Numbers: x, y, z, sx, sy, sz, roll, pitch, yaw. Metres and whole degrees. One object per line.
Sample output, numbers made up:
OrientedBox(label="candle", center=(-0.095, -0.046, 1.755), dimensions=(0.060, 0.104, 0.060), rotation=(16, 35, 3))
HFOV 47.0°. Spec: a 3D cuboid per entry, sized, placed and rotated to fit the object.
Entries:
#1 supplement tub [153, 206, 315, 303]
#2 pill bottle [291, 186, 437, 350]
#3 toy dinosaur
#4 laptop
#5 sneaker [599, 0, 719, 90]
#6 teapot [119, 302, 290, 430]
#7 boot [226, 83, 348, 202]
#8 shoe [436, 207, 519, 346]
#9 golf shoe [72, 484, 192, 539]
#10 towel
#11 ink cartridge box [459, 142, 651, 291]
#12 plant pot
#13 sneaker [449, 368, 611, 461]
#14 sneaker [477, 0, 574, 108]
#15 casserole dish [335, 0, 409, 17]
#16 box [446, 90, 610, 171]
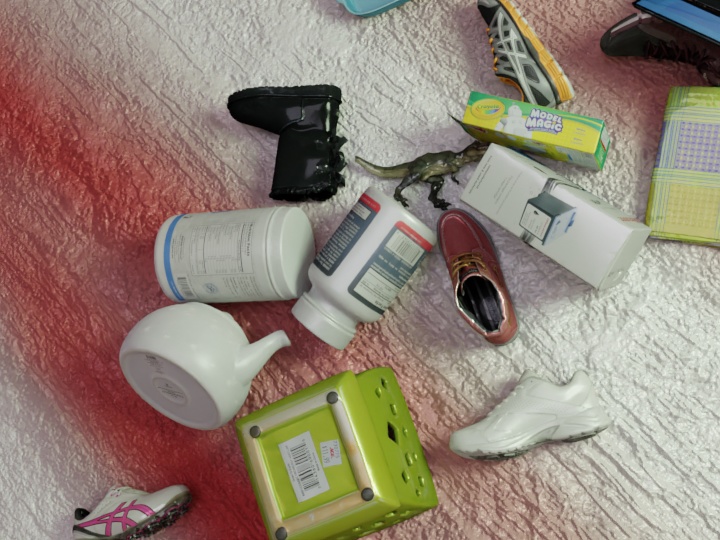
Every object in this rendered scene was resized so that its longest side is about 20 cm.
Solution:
OrientedBox(label="supplement tub", center=(-0.177, -0.020, 1.173), dimensions=(0.198, 0.132, 0.133), rotation=(-3, 78, 18))
OrientedBox(label="pill bottle", center=(0.000, 0.000, 1.114), dimensions=(0.119, 0.120, 0.201), rotation=(39, 93, 22))
OrientedBox(label="toy dinosaur", center=(0.085, -0.129, 1.150), dimensions=(0.198, 0.047, 0.089), rotation=(-5, 63, 19))
OrientedBox(label="laptop", center=(0.445, -0.338, 0.963), dimensions=(0.177, 0.103, 0.201), rotation=(33, 94, 20))
OrientedBox(label="sneaker", center=(0.413, -0.276, 1.050), dimensions=(0.198, 0.076, 0.117), rotation=(-12, 79, 16))
OrientedBox(label="teapot", center=(-0.229, 0.114, 1.159), dimensions=(0.199, 0.197, 0.146), rotation=(36, 52, -5))
OrientedBox(label="boot", center=(-0.111, -0.184, 1.218), dimensions=(0.197, 0.073, 0.164), rotation=(0, 83, 19))
OrientedBox(label="shoe", center=(0.147, 0.000, 1.077), dimensions=(0.071, 0.091, 0.201), rotation=(-25, 72, 13))
OrientedBox(label="golf shoe", center=(-0.333, 0.345, 1.186), dimensions=(0.199, 0.073, 0.093), rotation=(-29, 70, 12))
OrientedBox(label="towel", center=(0.437, -0.125, 1.025), dimensions=(0.142, 0.023, 0.202), rotation=(8, 90, 22))
OrientedBox(label="ink cartridge box", center=(0.242, -0.067, 1.021), dimensions=(0.199, 0.146, 0.086), rotation=(34, 107, 22))
OrientedBox(label="plant pot", center=(-0.038, 0.241, 1.046), dimensions=(0.198, 0.181, 0.201), rotation=(-24, 73, 12))
OrientedBox(label="sneaker", center=(0.203, 0.178, 1.039), dimensions=(0.198, 0.078, 0.100), rotation=(-15, 68, 6))
OrientedBox(label="sneaker", center=(0.208, -0.297, 1.126), dimensions=(0.077, 0.078, 0.201), rotation=(-36, 69, 19))
OrientedBox(label="casserole dish", center=(0.052, -0.447, 1.228), dimensions=(0.199, 0.039, 0.122), rotation=(-20, 73, 14))
OrientedBox(label="box", center=(0.217, -0.182, 1.075), dimensions=(0.199, 0.117, 0.049), rotation=(16, 91, 21))
